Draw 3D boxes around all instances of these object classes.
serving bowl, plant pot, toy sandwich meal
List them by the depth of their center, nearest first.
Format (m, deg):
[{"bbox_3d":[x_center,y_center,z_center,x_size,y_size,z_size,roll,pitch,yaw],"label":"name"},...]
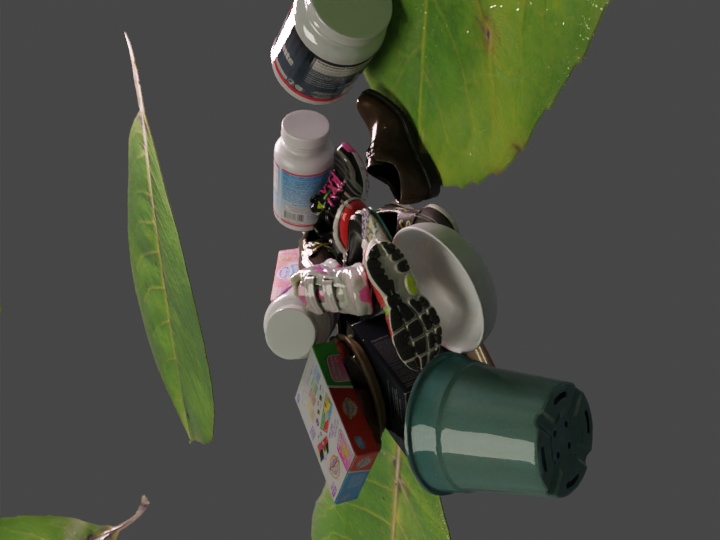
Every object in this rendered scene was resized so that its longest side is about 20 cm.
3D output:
[{"bbox_3d":[0.194,0.218,1.328,0.195,0.199,0.203,1,113,42],"label":"plant pot"},{"bbox_3d":[0.130,0.016,1.411,0.200,0.065,0.202,41,147,34],"label":"serving bowl"},{"bbox_3d":[-0.021,0.205,1.602,0.205,0.070,0.208,161,90,-73],"label":"toy sandwich meal"}]

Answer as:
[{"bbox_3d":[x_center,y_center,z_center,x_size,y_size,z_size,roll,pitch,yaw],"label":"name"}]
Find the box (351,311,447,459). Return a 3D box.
[{"bbox_3d":[0.078,0.179,1.569,0.200,0.106,0.150,-132,28,-51],"label":"box"}]

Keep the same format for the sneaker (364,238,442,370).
[{"bbox_3d":[0.060,0.046,1.435,0.085,0.076,0.202,-156,45,-79],"label":"sneaker"}]

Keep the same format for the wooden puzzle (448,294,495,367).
[{"bbox_3d":[0.158,0.136,1.547,0.202,0.037,0.185,70,157,8],"label":"wooden puzzle"}]

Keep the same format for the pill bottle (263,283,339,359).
[{"bbox_3d":[-0.099,0.083,1.632,0.200,0.111,0.114,-55,-54,-78],"label":"pill bottle"}]

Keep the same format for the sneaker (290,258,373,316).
[{"bbox_3d":[-0.046,0.034,1.502,0.199,0.087,0.082,8,111,64],"label":"sneaker"}]

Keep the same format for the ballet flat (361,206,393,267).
[{"bbox_3d":[0.043,-0.002,1.509,0.201,0.072,0.072,56,161,-24],"label":"ballet flat"}]

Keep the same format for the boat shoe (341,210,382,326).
[{"bbox_3d":[0.000,0.000,1.577,0.071,0.067,0.202,29,135,37],"label":"boat shoe"}]

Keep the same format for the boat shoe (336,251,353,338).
[{"bbox_3d":[-0.023,0.061,1.799,0.072,0.060,0.204,30,135,58],"label":"boat shoe"}]

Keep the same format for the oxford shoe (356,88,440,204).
[{"bbox_3d":[0.038,-0.186,1.467,0.201,0.084,0.073,60,156,20],"label":"oxford shoe"}]

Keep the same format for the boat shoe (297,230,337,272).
[{"bbox_3d":[-0.074,-0.029,1.735,0.200,0.071,0.060,-112,34,-68],"label":"boat shoe"}]

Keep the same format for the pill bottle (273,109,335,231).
[{"bbox_3d":[-0.099,-0.176,1.725,0.109,0.108,0.201,50,150,34],"label":"pill bottle"}]

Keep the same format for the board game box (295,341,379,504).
[{"bbox_3d":[-0.041,0.238,1.533,0.154,0.040,0.201,110,144,-48],"label":"board game box"}]

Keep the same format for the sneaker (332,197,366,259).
[{"bbox_3d":[0.014,-0.034,1.652,0.084,0.077,0.202,25,143,41],"label":"sneaker"}]

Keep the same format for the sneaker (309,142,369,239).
[{"bbox_3d":[-0.042,-0.125,1.673,0.074,0.087,0.201,51,150,33],"label":"sneaker"}]

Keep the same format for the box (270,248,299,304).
[{"bbox_3d":[-0.109,0.044,1.841,0.201,0.094,0.101,-89,-7,-62],"label":"box"}]

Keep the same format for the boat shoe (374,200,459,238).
[{"bbox_3d":[0.078,-0.063,1.509,0.201,0.060,0.073,17,125,60],"label":"boat shoe"}]

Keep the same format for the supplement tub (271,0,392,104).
[{"bbox_3d":[-0.044,-0.344,1.435,0.142,0.139,0.200,64,155,8],"label":"supplement tub"}]
